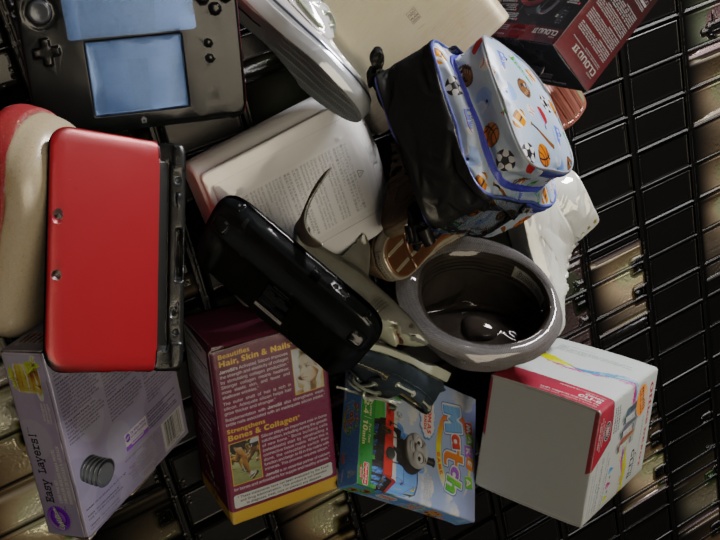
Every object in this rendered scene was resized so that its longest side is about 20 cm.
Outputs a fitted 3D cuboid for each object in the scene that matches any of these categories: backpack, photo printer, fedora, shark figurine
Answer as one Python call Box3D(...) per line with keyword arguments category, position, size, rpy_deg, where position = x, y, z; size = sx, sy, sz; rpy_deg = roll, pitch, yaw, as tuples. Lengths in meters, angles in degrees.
Box3D(category="backpack", position=(0.116, -0.125, 0.975), size=(0.190, 0.152, 0.204), rpy_deg=(11, 63, -62))
Box3D(category="photo printer", position=(-0.066, -0.080, 1.040), size=(0.198, 0.069, 0.169), rpy_deg=(-30, 119, -18))
Box3D(category="fedora", position=(0.129, 0.052, 1.162), size=(0.196, 0.179, 0.091), rpy_deg=(4, 141, -7))
Box3D(category="shark figurine", position=(-0.018, -0.013, 1.017), size=(0.215, 0.127, 0.090), rpy_deg=(51, 61, -35))

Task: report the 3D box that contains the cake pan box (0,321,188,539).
Box3D(category="cake pan box", position=(-0.239, 0.116, 0.948), size=(0.200, 0.051, 0.188), rpy_deg=(-49, 137, -59))

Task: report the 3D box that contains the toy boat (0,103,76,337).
Box3D(category="toy boat", position=(-0.319, -0.051, 0.890), size=(0.129, 0.131, 0.203), rpy_deg=(19, 112, 5))

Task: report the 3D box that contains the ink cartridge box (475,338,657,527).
Box3D(category="ink cartridge box", position=(0.253, 0.187, 1.219), size=(0.199, 0.143, 0.148), rpy_deg=(-17, 117, -54))

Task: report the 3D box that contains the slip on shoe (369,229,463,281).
Box3D(category="slip on shoe", position=(0.074, -0.053, 1.135), size=(0.200, 0.060, 0.077), rpy_deg=(-43, 110, -33))

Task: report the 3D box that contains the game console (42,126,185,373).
Box3D(category="game console", position=(-0.217, -0.011, 0.908), size=(0.116, 0.172, 0.204), rpy_deg=(2, 85, -13))

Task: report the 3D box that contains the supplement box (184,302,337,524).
Box3D(category="supplement box", position=(-0.107, 0.143, 1.068), size=(0.129, 0.103, 0.204), rpy_deg=(-13, 112, -24))

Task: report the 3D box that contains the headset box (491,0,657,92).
Box3D(category="headset box", position=(0.229, -0.286, 1.094), size=(0.075, 0.148, 0.201), rpy_deg=(42, 83, -31))

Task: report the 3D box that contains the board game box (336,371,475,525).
Box3D(category="board game box", position=(0.059, 0.196, 1.161), size=(0.198, 0.036, 0.154), rpy_deg=(27, 56, -39))

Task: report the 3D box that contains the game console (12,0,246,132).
Box3D(category="game console", position=(-0.208, -0.218, 0.916), size=(0.196, 0.031, 0.180), rpy_deg=(-8, 109, -11))

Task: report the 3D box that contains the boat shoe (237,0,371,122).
Box3D(category="boat shoe", position=(-0.054, -0.234, 0.968), size=(0.200, 0.073, 0.067), rpy_deg=(44, 72, -9))

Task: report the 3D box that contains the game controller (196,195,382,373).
Box3D(category="game controller", position=(-0.071, 0.017, 0.961), size=(0.199, 0.104, 0.042), rpy_deg=(40, 54, 1))

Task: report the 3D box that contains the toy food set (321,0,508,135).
Box3D(category="toy food set", position=(0.045, -0.262, 1.053), size=(0.200, 0.060, 0.144), rpy_deg=(-44, 104, -11))

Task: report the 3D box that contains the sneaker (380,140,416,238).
Box3D(category="sneaker", position=(0.055, -0.123, 1.073), size=(0.075, 0.070, 0.202), rpy_deg=(43, 52, -18))

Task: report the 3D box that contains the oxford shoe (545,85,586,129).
Box3D(category="oxford shoe", position=(0.184, -0.170, 1.162), size=(0.198, 0.074, 0.071), rpy_deg=(-28, 83, -35))

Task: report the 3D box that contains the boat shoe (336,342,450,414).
Box3D(category="boat shoe", position=(0.024, 0.112, 1.074), size=(0.199, 0.074, 0.063), rpy_deg=(25, 85, -54))

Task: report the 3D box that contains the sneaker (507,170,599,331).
Box3D(category="sneaker", position=(0.249, -0.021, 1.232), size=(0.114, 0.074, 0.203), rpy_deg=(-23, 114, -17))
